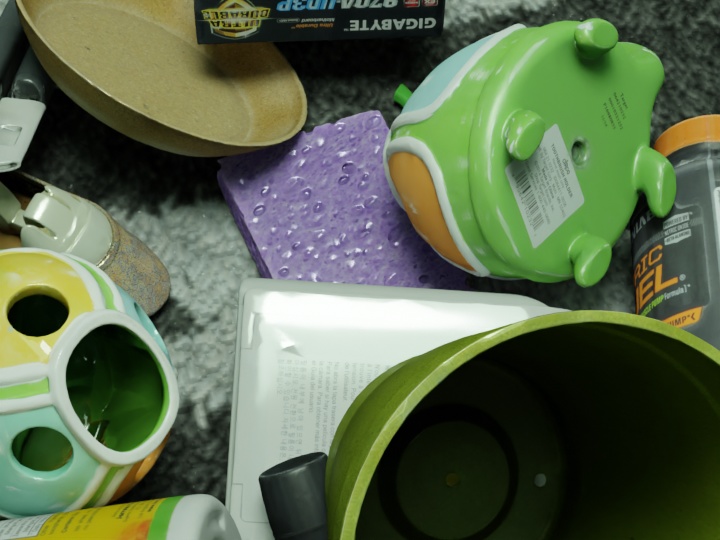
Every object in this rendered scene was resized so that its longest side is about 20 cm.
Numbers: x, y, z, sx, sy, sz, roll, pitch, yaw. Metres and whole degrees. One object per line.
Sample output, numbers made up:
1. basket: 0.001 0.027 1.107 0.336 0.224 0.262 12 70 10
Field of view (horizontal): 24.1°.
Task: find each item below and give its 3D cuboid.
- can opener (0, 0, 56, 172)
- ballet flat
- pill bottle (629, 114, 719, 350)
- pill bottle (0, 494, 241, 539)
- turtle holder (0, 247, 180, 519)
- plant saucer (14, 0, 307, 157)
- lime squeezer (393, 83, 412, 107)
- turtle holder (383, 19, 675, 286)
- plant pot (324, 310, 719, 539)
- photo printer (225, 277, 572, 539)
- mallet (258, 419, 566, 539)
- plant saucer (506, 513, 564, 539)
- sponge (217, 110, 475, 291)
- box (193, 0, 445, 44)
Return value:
1. can opener: -0.211 -0.125 1.018 0.053 0.067 0.201 6 36 0
2. ballet flat: -0.205 -0.030 1.001 0.199 0.067 0.068 23 64 10
3. pill bottle: 0.212 0.009 0.985 0.105 0.106 0.201 3 59 -2
4. pill bottle: -0.160 0.179 0.840 0.199 0.111 0.112 -9 59 11
5. turtle holder: -0.169 0.042 0.880 0.141 0.131 0.187 -23 103 -42
6. plant saucer: -0.128 -0.129 1.040 0.199 0.036 0.201 25 29 -15
7. lime squeezer: 0.098 -0.054 1.063 0.199 0.038 0.071 24 30 11
8. turtle holder: 0.093 -0.083 0.961 0.131 0.141 0.186 4 65 46
9. plant pot: 0.066 0.111 0.754 0.199 0.193 0.202 -1 93 -13
10. photo printer: 0.028 0.092 0.918 0.198 0.069 0.168 3 83 -2
11. mallet: 0.050 0.112 0.864 0.199 0.041 0.066 -11 92 -7
12. plant saucer: 0.053 0.179 0.875 0.199 0.019 0.070 -19 100 3
13. sponge: 0.000 0.000 1.020 0.111 0.030 0.201 -20 62 -14
14. box: -0.033 -0.225 1.110 0.158 0.046 0.201 -3 42 -6
